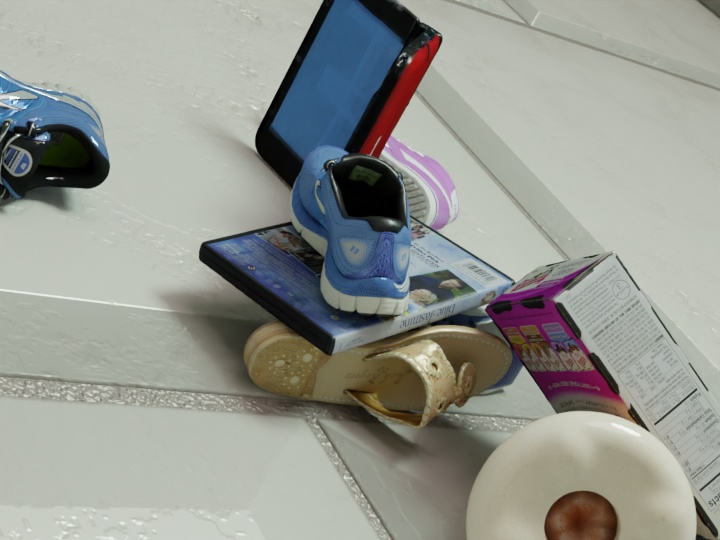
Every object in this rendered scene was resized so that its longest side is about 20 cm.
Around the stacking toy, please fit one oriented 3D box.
[{"bbox_3d":[0.141,0.152,0.994,0.146,0.146,0.200,29,6,-2],"label":"stacking toy"}]

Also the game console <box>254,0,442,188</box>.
[{"bbox_3d":[-0.029,-0.138,1.228,0.118,0.200,0.172,31,24,3],"label":"game console"}]

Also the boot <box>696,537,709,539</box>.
[{"bbox_3d":[0.294,0.245,1.006,0.168,0.077,0.200,-6,37,-48],"label":"boot"}]

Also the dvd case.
[{"bbox_3d":[0.000,0.000,1.063,0.143,0.018,0.200,34,33,34],"label":"dvd case"}]

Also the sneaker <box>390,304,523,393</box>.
[{"bbox_3d":[0.044,0.029,1.136,0.199,0.081,0.115,7,35,-39],"label":"sneaker"}]

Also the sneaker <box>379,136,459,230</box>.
[{"bbox_3d":[0.014,-0.110,1.394,0.201,0.073,0.114,49,25,15],"label":"sneaker"}]

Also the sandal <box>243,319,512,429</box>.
[{"bbox_3d":[0.023,0.085,1.017,0.211,0.078,0.070,7,33,-26],"label":"sandal"}]

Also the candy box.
[{"bbox_3d":[0.185,0.087,1.015,0.200,0.061,0.136,56,-14,-5],"label":"candy box"}]

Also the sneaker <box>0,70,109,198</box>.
[{"bbox_3d":[-0.263,-0.104,1.029,0.199,0.079,0.089,10,28,-38],"label":"sneaker"}]

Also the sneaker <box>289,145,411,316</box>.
[{"bbox_3d":[0.001,-0.048,1.037,0.078,0.089,0.200,5,26,-18],"label":"sneaker"}]
